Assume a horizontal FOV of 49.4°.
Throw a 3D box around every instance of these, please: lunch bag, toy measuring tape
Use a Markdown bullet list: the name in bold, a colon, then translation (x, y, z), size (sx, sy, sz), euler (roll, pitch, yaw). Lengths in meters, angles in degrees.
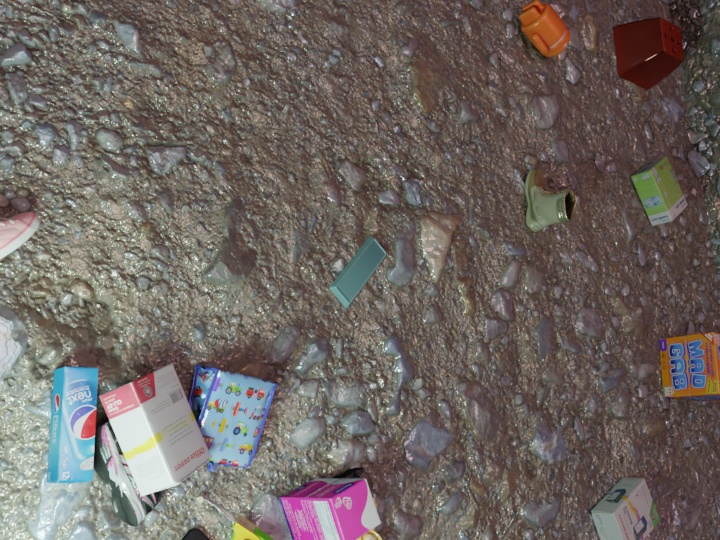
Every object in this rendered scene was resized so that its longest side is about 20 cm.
- **lunch bag**: translation (-0.273, 0.308, 1.590), size (0.150, 0.094, 0.202), euler (20, 76, -36)
- **toy measuring tape**: translation (-0.257, 0.525, 1.565), size (0.199, 0.074, 0.074), euler (36, 58, -7)

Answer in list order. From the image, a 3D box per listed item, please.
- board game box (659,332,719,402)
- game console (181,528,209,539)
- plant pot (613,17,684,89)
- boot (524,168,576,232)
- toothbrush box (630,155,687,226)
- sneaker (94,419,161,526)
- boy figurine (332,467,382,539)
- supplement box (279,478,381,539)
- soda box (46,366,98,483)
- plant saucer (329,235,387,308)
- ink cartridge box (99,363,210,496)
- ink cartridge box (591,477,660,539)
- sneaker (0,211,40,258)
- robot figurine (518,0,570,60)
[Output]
- **board game box**: translation (1.158, 0.330, 2.643), size (0.199, 0.199, 0.202), euler (12, 71, -36)
- **game console**: translation (-0.299, 0.617, 1.465), size (0.176, 0.116, 0.200), euler (53, 53, -16)
- **plant pot**: translation (1.066, -0.809, 2.867), size (0.199, 0.176, 0.202), euler (8, 74, -37)
- **boot**: translation (0.568, -0.225, 2.339), size (0.072, 0.154, 0.202), euler (16, 70, -34)
- **toothbrush box**: translation (1.068, -0.284, 2.796), size (0.145, 0.086, 0.201), euler (-35, 100, -39)
- **sneaker**: translation (-0.435, 0.366, 1.458), size (0.086, 0.080, 0.202), euler (-29, 106, -51)
- **boy figurine**: translation (-0.006, 0.550, 1.751), size (0.124, 0.064, 0.202), euler (-12, 84, -43)
- **supplement box**: translation (-0.066, 0.498, 1.626), size (0.101, 0.199, 0.104), euler (-18, 91, -40)
- **soda box**: translation (-0.516, 0.277, 1.407), size (0.064, 0.068, 0.202), euler (8, 74, -36)
- **plant saucer**: translation (0.000, 0.000, 1.920), size (0.070, 0.019, 0.200), euler (50, 53, -18)
- **ink cartridge box**: translation (-0.378, 0.294, 1.457), size (0.202, 0.083, 0.145), euler (67, 18, 1)
- **ink cartridge box**: translation (0.787, 0.729, 2.323), size (0.199, 0.087, 0.147), euler (-25, 95, -38)
- **sneaker**: translation (-0.660, -0.068, 1.361), size (0.200, 0.075, 0.105), euler (-44, 124, -33)
- **robot figurine**: translation (0.598, -0.775, 2.524), size (0.200, 0.116, 0.144), euler (42, 19, -23)
